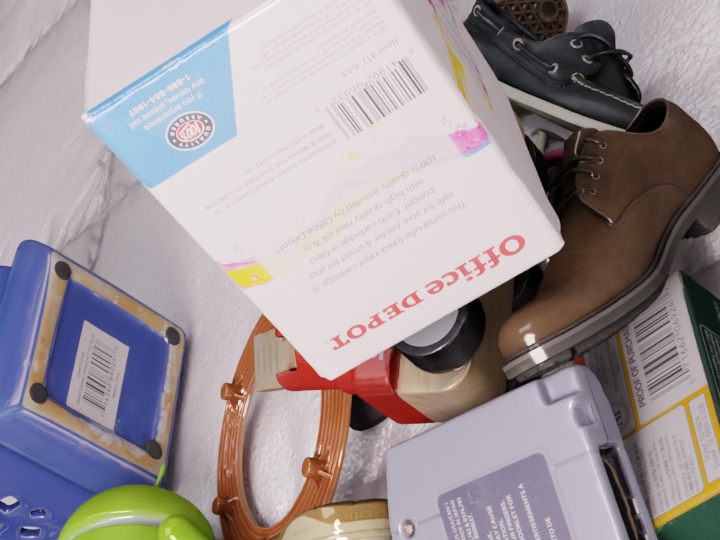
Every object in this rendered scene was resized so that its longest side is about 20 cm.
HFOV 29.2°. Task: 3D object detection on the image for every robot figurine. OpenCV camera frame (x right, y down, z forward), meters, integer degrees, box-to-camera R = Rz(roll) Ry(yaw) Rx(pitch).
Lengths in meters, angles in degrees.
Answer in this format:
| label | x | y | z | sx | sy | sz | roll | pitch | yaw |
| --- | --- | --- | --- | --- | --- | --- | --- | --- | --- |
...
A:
| label | x | y | z | sx | sy | sz | roll | pitch | yaw |
| --- | --- | --- | --- | --- | --- | --- | --- | --- | --- |
| robot figurine | -0.152 | 0.231 | 0.918 | 0.176 | 0.115 | 0.202 | -47 | 32 | 36 |

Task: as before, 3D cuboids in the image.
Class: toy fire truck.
| label | x | y | z | sx | sy | sz | roll | pitch | yaw |
| --- | --- | --- | --- | --- | --- | --- | --- | --- | --- |
| toy fire truck | 0.000 | 0.000 | 0.765 | 0.197 | 0.129 | 0.179 | -7 | 64 | 28 |

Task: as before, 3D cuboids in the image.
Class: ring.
| label | x | y | z | sx | sy | sz | roll | pitch | yaw |
| --- | --- | --- | --- | --- | --- | --- | --- | --- | --- |
| ring | -0.060 | 0.106 | 0.931 | 0.200 | 0.019 | 0.203 | -39 | 44 | 53 |

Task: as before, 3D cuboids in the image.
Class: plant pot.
| label | x | y | z | sx | sy | sz | roll | pitch | yaw |
| --- | --- | --- | --- | --- | --- | --- | --- | --- | --- |
| plant pot | -0.257 | 0.106 | 1.106 | 0.179 | 0.199 | 0.202 | -26 | 43 | 34 |

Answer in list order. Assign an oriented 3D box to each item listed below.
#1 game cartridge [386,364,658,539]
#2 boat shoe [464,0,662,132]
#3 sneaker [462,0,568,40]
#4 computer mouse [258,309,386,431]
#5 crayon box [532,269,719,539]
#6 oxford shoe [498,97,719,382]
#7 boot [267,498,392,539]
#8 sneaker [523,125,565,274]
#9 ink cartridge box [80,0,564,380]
| label | x | y | z | sx | sy | sz | roll | pitch | yaw |
| --- | --- | --- | --- | --- | --- | --- | --- | --- | --- |
| game cartridge | 0.082 | 0.161 | 0.635 | 0.132 | 0.041 | 0.203 | -27 | 71 | 32 |
| boat shoe | 0.125 | -0.118 | 0.820 | 0.199 | 0.074 | 0.067 | 32 | 101 | 50 |
| sneaker | 0.060 | -0.120 | 0.947 | 0.201 | 0.070 | 0.076 | -52 | 25 | 9 |
| computer mouse | -0.033 | 0.043 | 0.967 | 0.140 | 0.046 | 0.201 | -42 | 35 | 25 |
| crayon box | 0.111 | 0.108 | 0.701 | 0.199 | 0.051 | 0.127 | -38 | 37 | 31 |
| oxford shoe | 0.114 | -0.019 | 0.681 | 0.072 | 0.085 | 0.200 | -34 | 8 | 48 |
| boot | -0.011 | 0.220 | 0.752 | 0.200 | 0.072 | 0.158 | 124 | 140 | -63 |
| sneaker | 0.097 | -0.047 | 0.832 | 0.088 | 0.081 | 0.201 | -49 | 41 | 15 |
| ink cartridge box | -0.009 | -0.064 | 0.607 | 0.127 | 0.200 | 0.126 | -28 | 39 | 14 |
